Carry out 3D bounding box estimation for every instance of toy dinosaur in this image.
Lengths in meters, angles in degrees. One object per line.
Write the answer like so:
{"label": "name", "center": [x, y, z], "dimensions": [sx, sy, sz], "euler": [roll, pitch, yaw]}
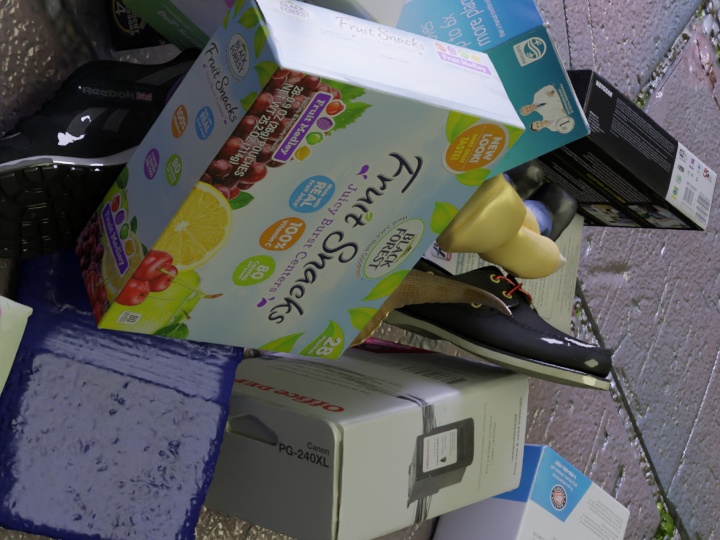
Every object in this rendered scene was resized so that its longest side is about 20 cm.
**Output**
{"label": "toy dinosaur", "center": [0.000, 0.000, 1.178], "dimensions": [0.058, 0.198, 0.102], "euler": [58, 30, -72]}

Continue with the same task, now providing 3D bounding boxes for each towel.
{"label": "towel", "center": [-0.145, 0.062, 1.066], "dimensions": [0.147, 0.049, 0.202], "euler": [19, 77, -26]}

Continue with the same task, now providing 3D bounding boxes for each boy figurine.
{"label": "boy figurine", "center": [0.084, -0.046, 1.193], "dimensions": [0.064, 0.124, 0.200], "euler": [-45, 169, 13]}

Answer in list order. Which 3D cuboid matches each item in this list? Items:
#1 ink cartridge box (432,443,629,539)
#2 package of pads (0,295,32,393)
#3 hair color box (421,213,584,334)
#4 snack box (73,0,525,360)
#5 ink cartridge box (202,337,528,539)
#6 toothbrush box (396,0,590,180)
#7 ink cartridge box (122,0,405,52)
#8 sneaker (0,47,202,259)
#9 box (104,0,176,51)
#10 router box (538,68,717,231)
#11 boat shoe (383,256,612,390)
{"label": "ink cartridge box", "center": [0.116, 0.248, 1.384], "dimensions": [0.144, 0.084, 0.201], "euler": [39, 61, -44]}
{"label": "package of pads", "center": [-0.272, 0.058, 0.892], "dimensions": [0.200, 0.068, 0.156], "euler": [28, 78, -46]}
{"label": "hair color box", "center": [0.086, -0.013, 1.351], "dimensions": [0.199, 0.060, 0.100], "euler": [17, 78, -51]}
{"label": "snack box", "center": [-0.035, -0.045, 0.993], "dimensions": [0.168, 0.200, 0.068], "euler": [10, 43, -38]}
{"label": "ink cartridge box", "center": [-0.007, 0.105, 1.172], "dimensions": [0.199, 0.145, 0.084], "euler": [-10, 107, -50]}
{"label": "toothbrush box", "center": [0.024, -0.109, 1.126], "dimensions": [0.147, 0.199, 0.086], "euler": [-102, 165, -57]}
{"label": "ink cartridge box", "center": [-0.027, -0.188, 1.013], "dimensions": [0.067, 0.199, 0.118], "euler": [39, 62, -42]}
{"label": "sneaker", "center": [-0.156, -0.071, 1.023], "dimensions": [0.199, 0.088, 0.076], "euler": [-15, 146, -24]}
{"label": "box", "center": [-0.084, -0.231, 1.137], "dimensions": [0.199, 0.049, 0.163], "euler": [-19, 103, -49]}
{"label": "router box", "center": [0.156, -0.088, 1.363], "dimensions": [0.200, 0.148, 0.051], "euler": [30, 69, -48]}
{"label": "boat shoe", "center": [0.078, 0.027, 1.188], "dimensions": [0.074, 0.200, 0.063], "euler": [26, 86, -57]}
